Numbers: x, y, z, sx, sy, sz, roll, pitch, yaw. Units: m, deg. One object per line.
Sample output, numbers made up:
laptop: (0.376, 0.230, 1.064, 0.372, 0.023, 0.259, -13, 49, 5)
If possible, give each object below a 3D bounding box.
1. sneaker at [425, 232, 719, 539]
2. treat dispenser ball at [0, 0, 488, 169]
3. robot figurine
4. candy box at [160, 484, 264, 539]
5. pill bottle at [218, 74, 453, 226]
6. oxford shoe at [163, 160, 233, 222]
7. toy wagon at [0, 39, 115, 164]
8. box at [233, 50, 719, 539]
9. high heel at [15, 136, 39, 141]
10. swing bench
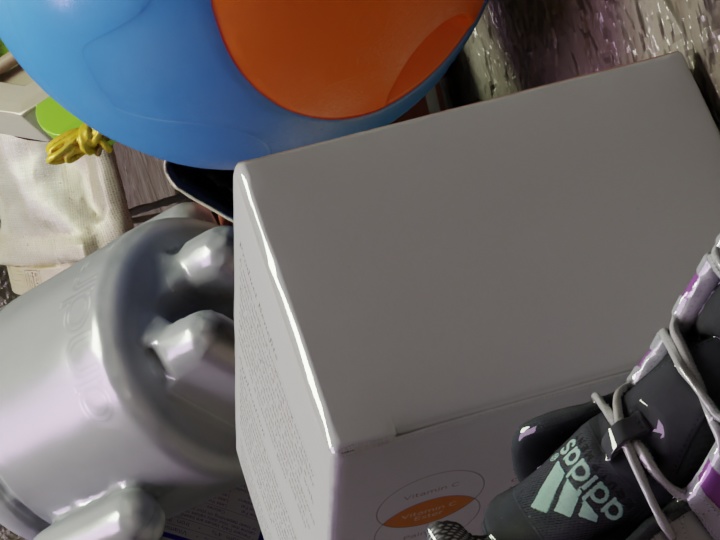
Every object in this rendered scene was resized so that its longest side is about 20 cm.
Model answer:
sneaker: (0.083, 0.043, 0.701, 0.078, 0.140, 0.200, -115, 14, -47)
treat dispenser ball: (-0.046, -0.137, 0.971, 0.201, 0.201, 0.201, 165, 90, -80)
robot figurine: (-0.097, 0.049, 1.115, 0.200, 0.113, 0.170, -29, 38, 43)
candy box: (-0.090, 0.171, 1.233, 0.200, 0.077, 0.169, -74, 1, -47)
pill bottle: (0.000, 0.000, 1.168, 0.112, 0.112, 0.200, -161, 57, -78)
oxford shoe: (0.008, -0.020, 1.024, 0.200, 0.074, 0.071, 16, 117, 42)
toy wagon: (-0.125, -0.112, 1.146, 0.040, 0.155, 0.200, 43, -158, -45)
box: (0.044, 0.040, 0.880, 0.200, 0.152, 0.106, 95, 158, -59)
high heel: (-0.078, -0.129, 1.167, 0.067, 0.200, 0.096, 52, 168, 21)
swing bench: (-0.097, -0.105, 1.296, 0.130, 0.200, 0.199, -155, 51, -77)
